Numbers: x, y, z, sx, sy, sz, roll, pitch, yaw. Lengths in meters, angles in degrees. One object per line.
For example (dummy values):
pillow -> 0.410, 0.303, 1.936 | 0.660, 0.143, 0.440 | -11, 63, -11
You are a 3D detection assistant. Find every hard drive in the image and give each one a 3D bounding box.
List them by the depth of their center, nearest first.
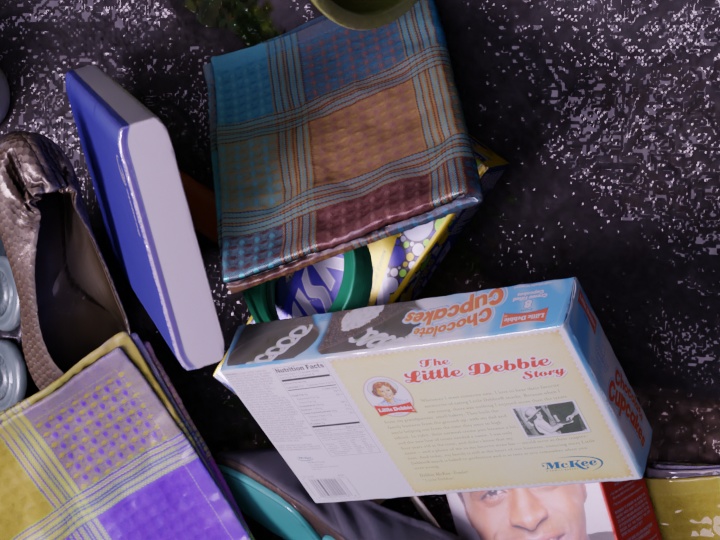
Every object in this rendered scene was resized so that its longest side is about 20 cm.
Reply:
hard drive -> -0.125, -0.037, 0.873 | 0.025, 0.200, 0.132 | -18, 110, -13

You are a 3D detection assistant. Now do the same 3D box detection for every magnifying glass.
magnifying glass -> -0.062, -0.016, 0.902 | 0.200, 0.022, 0.080 | 32, 99, 44

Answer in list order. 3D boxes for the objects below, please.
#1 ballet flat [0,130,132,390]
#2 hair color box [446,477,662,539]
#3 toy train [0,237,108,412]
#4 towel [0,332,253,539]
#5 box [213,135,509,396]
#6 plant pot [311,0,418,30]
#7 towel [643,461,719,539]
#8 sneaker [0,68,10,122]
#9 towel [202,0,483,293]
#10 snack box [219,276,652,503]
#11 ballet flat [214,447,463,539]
ballet flat -> -0.167, 0.013, 0.897 | 0.046, 0.067, 0.200 | 18, 128, 47
hair color box -> 0.114, 0.155, 0.876 | 0.101, 0.061, 0.200 | -18, 87, 33
toy train -> -0.216, 0.055, 0.976 | 0.114, 0.085, 0.200 | 18, 107, 47
towel -> -0.145, 0.151, 0.901 | 0.143, 0.023, 0.200 | -30, 105, -9
box -> 0.000, 0.000, 0.911 | 0.070, 0.064, 0.200 | 37, 104, 12
plant pot -> -0.061, -0.249, 0.862 | 0.190, 0.200, 0.200 | 16, 100, 29
towel -> 0.233, 0.202, 0.872 | 0.143, 0.023, 0.200 | -2, 94, 18
sneaker -> -0.323, -0.151, 0.963 | 0.200, 0.146, 0.081 | 40, 105, 11
towel -> -0.016, -0.081, 0.852 | 0.146, 0.200, 0.022 | -21, 131, 10
snack box -> 0.039, 0.068, 0.814 | 0.200, 0.037, 0.116 | -9, 131, 29
ballet flat -> -0.008, 0.143, 0.915 | 0.200, 0.073, 0.073 | 25, 104, 45
